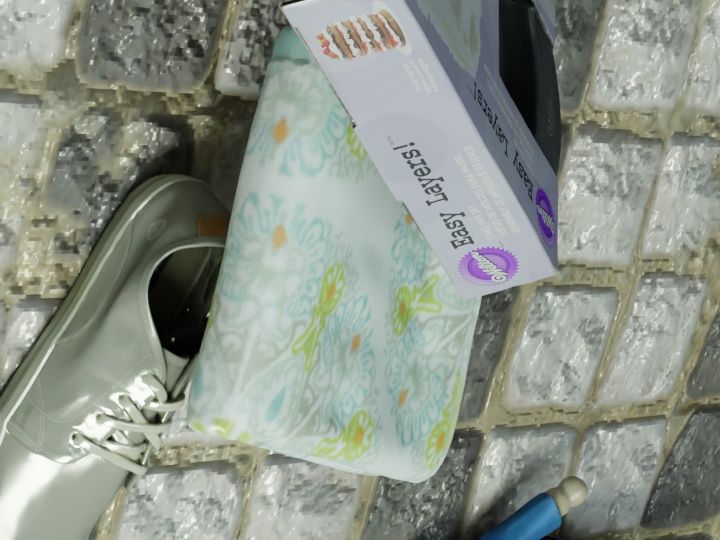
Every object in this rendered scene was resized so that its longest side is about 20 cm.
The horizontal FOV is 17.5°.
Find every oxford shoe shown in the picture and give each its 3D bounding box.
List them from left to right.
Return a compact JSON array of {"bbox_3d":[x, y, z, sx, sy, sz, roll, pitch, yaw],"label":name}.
[{"bbox_3d":[-0.106,0.055,0.990,0.075,0.058,0.201,26,92,-51],"label":"oxford shoe"}]

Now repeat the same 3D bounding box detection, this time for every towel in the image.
[{"bbox_3d":[0.000,0.000,1.020,0.200,0.048,0.173,24,75,-62],"label":"towel"}]

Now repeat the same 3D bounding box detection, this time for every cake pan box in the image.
[{"bbox_3d":[0.030,-0.115,0.965,0.200,0.052,0.185,57,30,-45],"label":"cake pan box"}]

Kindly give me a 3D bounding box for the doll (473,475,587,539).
[{"bbox_3d":[0.092,0.173,1.268,0.199,0.048,0.137,12,111,-42],"label":"doll"}]
